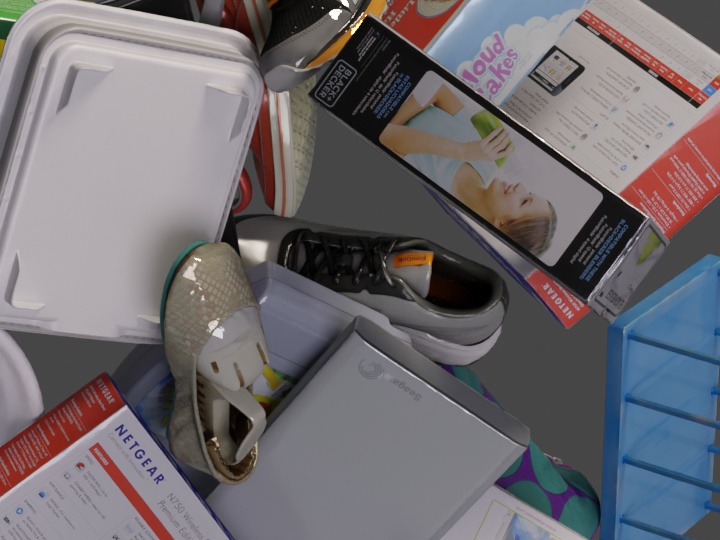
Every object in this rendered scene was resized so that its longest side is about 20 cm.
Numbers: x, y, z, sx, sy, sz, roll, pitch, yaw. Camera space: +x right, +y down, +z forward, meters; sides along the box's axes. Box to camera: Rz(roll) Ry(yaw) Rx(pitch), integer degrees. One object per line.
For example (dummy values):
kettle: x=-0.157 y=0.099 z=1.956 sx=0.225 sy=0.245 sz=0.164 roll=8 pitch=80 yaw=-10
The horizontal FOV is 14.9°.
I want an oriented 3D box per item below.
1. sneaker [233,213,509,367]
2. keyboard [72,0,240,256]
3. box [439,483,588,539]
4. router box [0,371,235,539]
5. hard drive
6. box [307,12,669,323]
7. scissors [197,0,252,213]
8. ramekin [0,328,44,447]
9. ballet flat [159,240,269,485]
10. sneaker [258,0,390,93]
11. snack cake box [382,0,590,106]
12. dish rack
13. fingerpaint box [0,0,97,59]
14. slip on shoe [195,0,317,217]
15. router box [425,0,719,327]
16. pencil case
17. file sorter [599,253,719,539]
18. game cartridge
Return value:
sneaker: x=0.000 y=0.000 z=1.735 sx=0.200 sy=0.079 sz=0.074 roll=13 pitch=63 yaw=-9
keyboard: x=-0.141 y=-0.063 z=1.624 sx=0.127 sy=0.021 sz=0.200 roll=-23 pitch=121 yaw=-23
box: x=0.054 y=0.249 z=1.764 sx=0.101 sy=0.113 sz=0.200 roll=31 pitch=61 yaw=-6
router box: x=-0.169 y=0.191 z=1.678 sx=0.179 sy=0.049 sz=0.200 roll=-36 pitch=122 yaw=-4
hard drive: x=-0.006 y=0.132 z=1.719 sx=0.132 sy=0.026 sz=0.200 roll=34 pitch=121 yaw=-12
box: x=0.075 y=-0.056 z=1.561 sx=0.060 sy=0.200 sz=0.117 roll=-53 pitch=166 yaw=2
scissors: x=-0.104 y=-0.113 z=1.664 sx=0.073 sy=0.014 sz=0.200 roll=11 pitch=129 yaw=18
ramekin: x=-0.299 y=0.085 z=1.662 sx=0.200 sy=0.098 sz=0.201 roll=-9 pitch=116 yaw=-19
ballet flat: x=-0.078 y=0.058 z=1.634 sx=0.067 sy=0.062 sz=0.200 roll=-41 pitch=155 yaw=-27
sneaker: x=-0.021 y=-0.184 z=1.637 sx=0.077 sy=0.078 sz=0.200 roll=43 pitch=48 yaw=-21
snack cake box: x=0.079 y=-0.175 z=1.694 sx=0.067 sy=0.115 sz=0.200 roll=38 pitch=95 yaw=-31
dish rack: x=-0.140 y=-0.048 z=1.592 sx=0.171 sy=0.044 sz=0.200 roll=7 pitch=108 yaw=-36
fingerpaint box: x=-0.218 y=-0.079 z=1.635 sx=0.200 sy=0.073 sz=0.167 roll=7 pitch=110 yaw=-26
slip on shoe: x=-0.067 y=-0.122 z=1.693 sx=0.061 sy=0.074 sz=0.200 roll=-2 pitch=126 yaw=16
router box: x=0.141 y=-0.076 z=1.708 sx=0.179 sy=0.200 sz=0.049 roll=-42 pitch=120 yaw=0
pencil case: x=0.074 y=0.118 z=1.843 sx=0.200 sy=0.085 sz=0.093 roll=47 pitch=52 yaw=-31
file sorter: x=0.249 y=0.115 z=1.863 sx=0.139 sy=0.123 sz=0.200 roll=-31 pitch=128 yaw=-48
game cartridge: x=-0.080 y=0.075 z=1.734 sx=0.133 sy=0.041 sz=0.200 roll=28 pitch=130 yaw=-27
